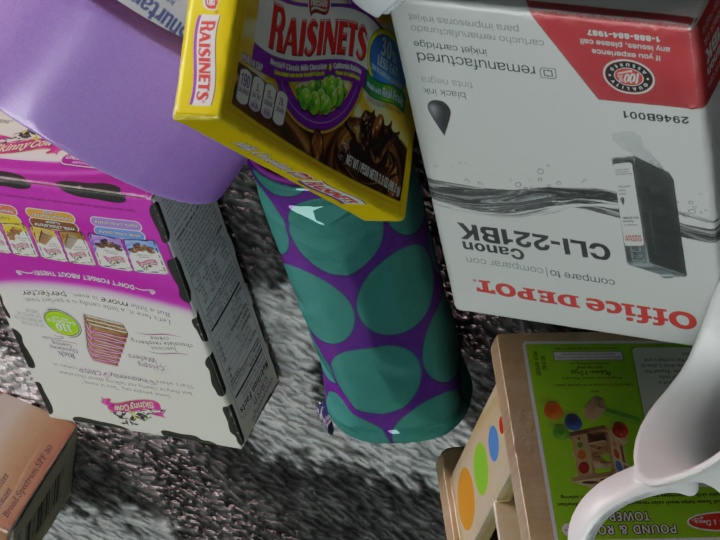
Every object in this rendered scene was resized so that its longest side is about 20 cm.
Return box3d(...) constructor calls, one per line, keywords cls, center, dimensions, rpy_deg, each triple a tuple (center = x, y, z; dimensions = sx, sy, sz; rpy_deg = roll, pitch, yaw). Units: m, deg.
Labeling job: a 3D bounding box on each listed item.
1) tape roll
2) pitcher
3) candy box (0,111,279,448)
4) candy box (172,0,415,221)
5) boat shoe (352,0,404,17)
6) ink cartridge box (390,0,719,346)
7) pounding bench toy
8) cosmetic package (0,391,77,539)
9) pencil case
box3d(cls="tape roll", center=(-0.129, -0.116, 1.095), dimensions=(0.200, 0.200, 0.066), rpy_deg=(35, 103, -7))
box3d(cls="pitcher", center=(0.212, 0.114, 1.093), dimensions=(0.200, 0.121, 0.172), rpy_deg=(31, 114, -20))
box3d(cls="candy box", center=(-0.138, 0.006, 1.344), dimensions=(0.136, 0.061, 0.200), rpy_deg=(8, 136, 24))
box3d(cls="candy box", center=(-0.021, -0.090, 1.013), dimensions=(0.026, 0.102, 0.200), rpy_deg=(1, 170, 23))
box3d(cls="boat shoe", center=(0.046, -0.195, 0.973), dimensions=(0.062, 0.072, 0.200), rpy_deg=(36, 113, -4))
box3d(cls="ink cartridge box", center=(0.107, -0.066, 1.093), dimensions=(0.144, 0.084, 0.200), rpy_deg=(8, 138, 23))
box3d(cls="pounding bench toy", center=(0.156, 0.123, 1.229), dimensions=(0.200, 0.124, 0.156), rpy_deg=(-1, 149, -13))
box3d(cls="cosmetic package", center=(-0.295, 0.118, 1.534), dimensions=(0.200, 0.103, 0.087), rpy_deg=(22, 139, 7))
box3d(cls="pencil case", center=(0.000, 0.000, 1.233), dimensions=(0.092, 0.085, 0.200), rpy_deg=(54, 165, 48))
